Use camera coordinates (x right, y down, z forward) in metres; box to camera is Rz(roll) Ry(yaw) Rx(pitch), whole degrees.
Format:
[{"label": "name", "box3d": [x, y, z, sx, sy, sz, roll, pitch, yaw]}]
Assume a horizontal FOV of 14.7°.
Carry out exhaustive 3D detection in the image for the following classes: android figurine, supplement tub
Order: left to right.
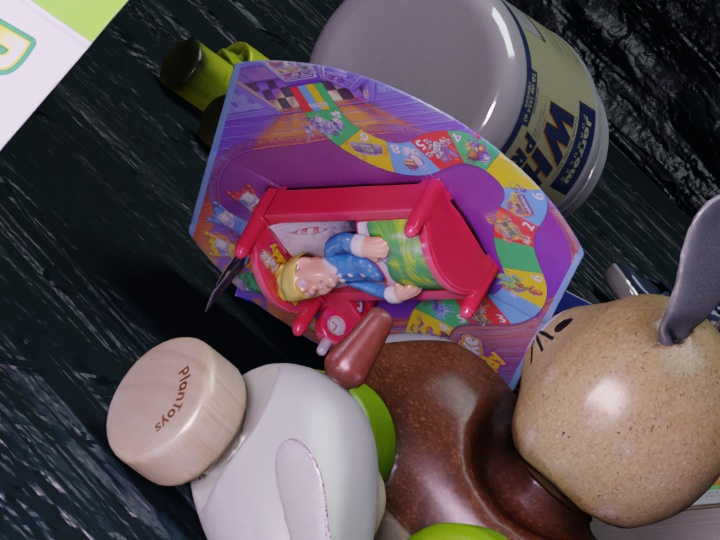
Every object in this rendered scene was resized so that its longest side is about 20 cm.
[{"label": "android figurine", "box3d": [-0.023, -0.057, 1.555, 0.200, 0.041, 0.182, 33, 14, -38]}, {"label": "supplement tub", "box3d": [0.068, -0.101, 1.775, 0.145, 0.145, 0.200, 47, 12, 25]}]

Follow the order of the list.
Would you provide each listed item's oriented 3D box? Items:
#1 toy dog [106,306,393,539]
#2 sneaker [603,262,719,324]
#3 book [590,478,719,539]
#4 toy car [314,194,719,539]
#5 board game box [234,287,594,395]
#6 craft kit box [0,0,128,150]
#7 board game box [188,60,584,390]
[{"label": "toy dog", "box3d": [0.000, 0.082, 0.911, 0.200, 0.096, 0.132, 50, 13, 33]}, {"label": "sneaker", "box3d": [0.275, 0.039, 2.158, 0.200, 0.085, 0.075, 38, 11, -26]}, {"label": "book", "box3d": [0.159, 0.106, 1.381, 0.133, 0.048, 0.200, 0, 12, 3]}, {"label": "toy car", "box3d": [0.083, 0.047, 1.076, 0.158, 0.200, 0.164, 46, 11, 19]}, {"label": "board game box", "box3d": [0.049, 0.024, 1.311, 0.134, 0.045, 0.200, 14, -5, 28]}, {"label": "craft kit box", "box3d": [-0.167, -0.099, 0.733, 0.197, 0.200, 0.049, 37, 11, -22]}, {"label": "board game box", "box3d": [0.000, 0.000, 1.140, 0.157, 0.039, 0.200, 28, -31, 3]}]
